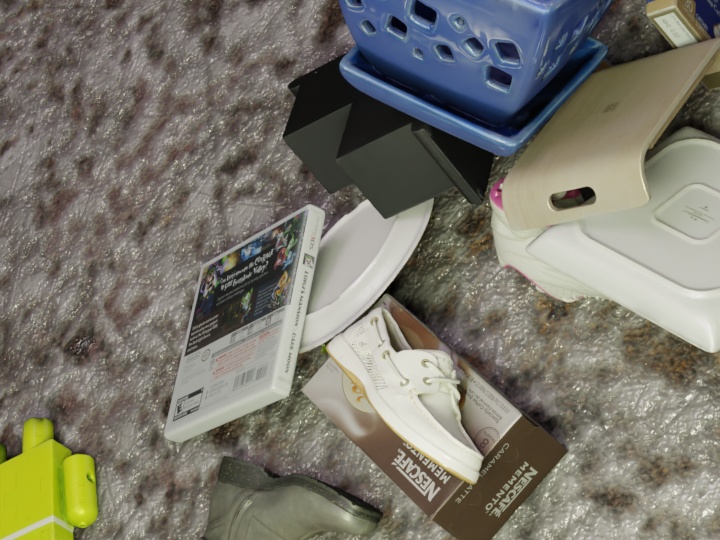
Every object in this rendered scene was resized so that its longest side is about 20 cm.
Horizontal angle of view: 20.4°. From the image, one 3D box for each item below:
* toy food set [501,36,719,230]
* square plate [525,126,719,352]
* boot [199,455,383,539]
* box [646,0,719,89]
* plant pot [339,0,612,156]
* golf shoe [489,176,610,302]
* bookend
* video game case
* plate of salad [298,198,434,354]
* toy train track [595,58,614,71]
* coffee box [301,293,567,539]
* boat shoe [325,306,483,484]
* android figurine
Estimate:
[{"bbox_3d":[0.217,-0.108,1.612,0.143,0.060,0.200,-11,32,46],"label":"toy food set"},{"bbox_3d":[0.264,-0.037,1.563,0.198,0.028,0.200,-36,45,-25],"label":"square plate"},{"bbox_3d":[-0.070,0.239,1.700,0.200,0.068,0.131,6,72,48],"label":"boot"},{"bbox_3d":[0.280,-0.268,1.696,0.032,0.121,0.200,-16,55,30],"label":"box"},{"bbox_3d":[0.100,-0.221,1.617,0.200,0.180,0.200,25,46,20],"label":"plant pot"},{"bbox_3d":[0.193,-0.007,1.647,0.200,0.092,0.075,32,47,26],"label":"golf shoe"},{"bbox_3d":[0.019,-0.117,1.771,0.198,0.092,0.200,-24,32,30],"label":"bookend"},{"bbox_3d":[-0.106,0.051,1.814,0.200,0.023,0.182,-27,46,53],"label":"video game case"},{"bbox_3d":[0.000,0.000,1.781,0.200,0.048,0.200,-41,21,20],"label":"plate of salad"},{"bbox_3d":[0.194,-0.191,1.776,0.115,0.033,0.200,-49,47,2],"label":"toy train track"},{"bbox_3d":[0.058,0.124,1.652,0.114,0.080,0.200,-49,45,1],"label":"coffee box"},{"bbox_3d":[0.044,0.091,1.576,0.069,0.071,0.200,-48,44,4],"label":"boat shoe"},{"bbox_3d":[-0.327,0.241,1.901,0.182,0.041,0.200,-28,49,21],"label":"android figurine"}]
